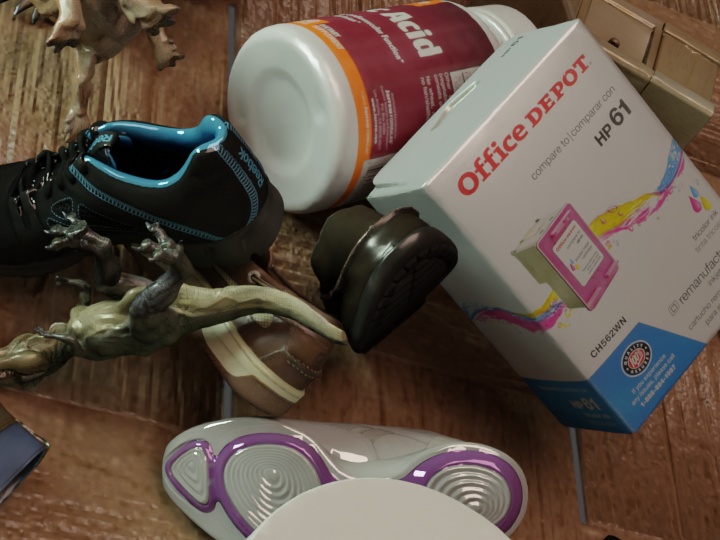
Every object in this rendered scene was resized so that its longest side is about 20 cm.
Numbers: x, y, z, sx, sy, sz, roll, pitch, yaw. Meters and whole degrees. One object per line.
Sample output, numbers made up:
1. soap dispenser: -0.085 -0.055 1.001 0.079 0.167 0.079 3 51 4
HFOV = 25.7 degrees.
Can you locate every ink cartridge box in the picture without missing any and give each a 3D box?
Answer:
1. ink cartridge box: 0.124 -0.025 0.937 0.200 0.084 0.145 47 73 -14

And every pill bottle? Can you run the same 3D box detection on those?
1. pill bottle: 0.024 -0.111 1.016 0.199 0.114 0.115 -16 68 -40

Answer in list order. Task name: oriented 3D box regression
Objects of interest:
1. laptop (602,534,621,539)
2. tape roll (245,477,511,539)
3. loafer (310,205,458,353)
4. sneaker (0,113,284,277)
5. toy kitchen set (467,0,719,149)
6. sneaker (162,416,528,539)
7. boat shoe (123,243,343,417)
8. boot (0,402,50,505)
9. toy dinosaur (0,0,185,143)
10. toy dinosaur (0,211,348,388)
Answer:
1. laptop: 0.173 0.283 0.913 0.177 0.103 0.202 -32 104 -42
2. tape roll: -0.005 0.220 0.754 0.201 0.139 0.205 16 52 -22
3. loafer: 0.000 0.000 0.889 0.073 0.200 0.071 -40 85 -12
4. sneaker: -0.142 -0.048 0.836 0.197 0.082 0.074 -4 53 15
5. toy kitchen set: 0.192 -0.184 1.140 0.199 0.181 0.164 29 48 -6
6. sneaker: -0.012 0.122 0.877 0.197 0.100 0.076 7 89 -6
7. boat shoe: -0.076 -0.012 0.885 0.203 0.075 0.075 49 10 29
8. boot: -0.227 0.110 0.733 0.097 0.075 0.201 35 44 -2
9. toy dinosaur: -0.169 -0.172 0.924 0.085 0.200 0.136 -25 70 -11
10. toy dinosaur: -0.111 0.013 0.806 0.048 0.198 0.089 -80 156 -46
